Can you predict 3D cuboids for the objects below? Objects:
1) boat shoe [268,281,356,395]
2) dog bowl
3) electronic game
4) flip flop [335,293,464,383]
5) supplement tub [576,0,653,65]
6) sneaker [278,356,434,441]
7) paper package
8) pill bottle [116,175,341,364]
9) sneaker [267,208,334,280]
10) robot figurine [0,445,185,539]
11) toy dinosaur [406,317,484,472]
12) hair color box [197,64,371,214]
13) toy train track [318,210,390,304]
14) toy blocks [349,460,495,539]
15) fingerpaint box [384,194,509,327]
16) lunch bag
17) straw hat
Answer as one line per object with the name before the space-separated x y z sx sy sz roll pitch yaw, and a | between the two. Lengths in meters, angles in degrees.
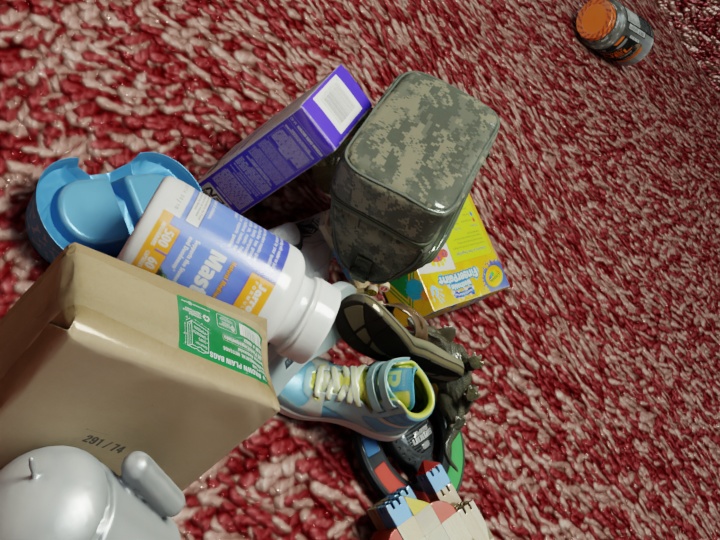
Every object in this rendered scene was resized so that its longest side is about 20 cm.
boat shoe | -0.090 0.062 0.925 0.200 0.091 0.071 -41 142 -42
dog bowl | -0.246 -0.056 0.876 0.200 0.049 0.112 -15 80 -52
electronic game | 0.061 0.203 1.073 0.200 0.042 0.201 27 50 -37
flip flop | 0.048 0.071 0.969 0.200 0.081 0.058 32 58 -38
supplement tub | 0.616 -0.582 2.102 0.199 0.122 0.123 8 62 -45
sneaker | -0.009 0.122 0.947 0.199 0.131 0.080 18 60 -21
paper package | -0.200 0.095 0.717 0.200 0.190 0.104 27 35 -36
pill bottle | -0.122 0.007 0.815 0.199 0.112 0.112 30 46 -14
sneaker | -0.060 -0.005 1.041 0.200 0.075 0.115 -25 98 -58
robot figurine | -0.217 0.211 0.671 0.113 0.170 0.200 39 -11 47
toy dinosaur | 0.118 0.145 1.086 0.102 0.077 0.201 86 -12 -88
hair color box | -0.090 -0.138 0.978 0.065 0.200 0.109 51 41 -16
toy train track | 0.000 0.000 1.043 0.200 0.032 0.115 61 28 -47
toy blocks | 0.063 0.304 0.965 0.199 0.100 0.137 -28 86 -30
fingerpaint box | 0.104 -0.023 1.231 0.200 0.073 0.168 -15 79 -50
lunch bag | 0.052 -0.098 0.967 0.139 0.168 0.200 29 52 2
straw hat | -0.020 -0.139 1.091 0.200 0.200 0.086 3 81 -47
